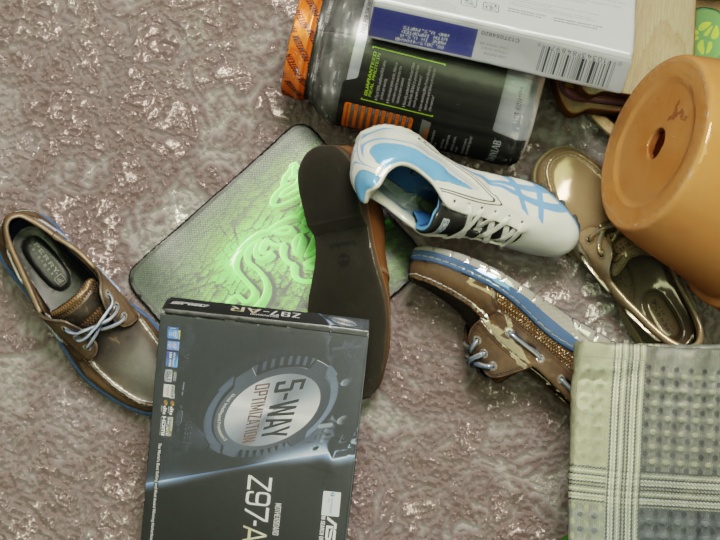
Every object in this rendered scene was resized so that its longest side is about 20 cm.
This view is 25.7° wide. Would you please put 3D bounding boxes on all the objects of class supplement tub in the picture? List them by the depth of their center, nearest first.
[{"bbox_3d":[0.043,-0.163,1.249,0.198,0.123,0.124,14,81,0],"label":"supplement tub"}]

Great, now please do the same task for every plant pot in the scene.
[{"bbox_3d":[0.274,-0.073,1.185,0.139,0.200,0.202,19,81,-20],"label":"plant pot"}]

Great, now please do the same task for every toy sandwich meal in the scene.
[{"bbox_3d":[0.253,-0.187,1.285,0.203,0.070,0.207,0,82,-2],"label":"toy sandwich meal"}]

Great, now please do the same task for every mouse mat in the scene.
[{"bbox_3d":[-0.068,-0.001,1.280,0.200,0.008,0.161,-42,85,-8],"label":"mouse mat"}]

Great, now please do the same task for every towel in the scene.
[{"bbox_3d":[0.245,0.151,1.158,0.191,0.035,0.202,4,84,1],"label":"towel"}]

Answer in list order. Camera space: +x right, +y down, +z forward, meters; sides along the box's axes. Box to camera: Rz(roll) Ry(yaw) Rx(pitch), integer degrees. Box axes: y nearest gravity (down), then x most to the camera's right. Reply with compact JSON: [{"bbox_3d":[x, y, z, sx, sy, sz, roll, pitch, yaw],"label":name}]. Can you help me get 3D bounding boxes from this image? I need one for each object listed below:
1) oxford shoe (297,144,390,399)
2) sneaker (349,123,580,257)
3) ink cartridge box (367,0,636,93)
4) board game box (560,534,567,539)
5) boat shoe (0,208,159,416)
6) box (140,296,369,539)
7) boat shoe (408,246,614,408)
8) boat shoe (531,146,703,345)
[{"bbox_3d":[0.000,0.000,1.249,0.071,0.071,0.202,-1,96,27],"label":"oxford shoe"},{"bbox_3d":[0.080,-0.046,1.213,0.199,0.072,0.073,21,53,-20],"label":"sneaker"},{"bbox_3d":[0.114,-0.228,1.213,0.198,0.041,0.201,13,45,1],"label":"ink cartridge box"},{"bbox_3d":[0.201,0.204,1.211,0.200,0.102,0.048,-39,84,-7],"label":"board game box"},{"bbox_3d":[-0.216,0.035,1.236,0.200,0.072,0.072,44,82,4],"label":"boat shoe"},{"bbox_3d":[-0.081,0.130,1.212,0.159,0.044,0.202,7,101,-1],"label":"box"},{"bbox_3d":[0.118,0.052,1.239,0.199,0.072,0.073,30,84,2],"label":"boat shoe"},{"bbox_3d":[0.211,-0.019,1.262,0.071,0.065,0.201,-36,85,-6],"label":"boat shoe"}]
